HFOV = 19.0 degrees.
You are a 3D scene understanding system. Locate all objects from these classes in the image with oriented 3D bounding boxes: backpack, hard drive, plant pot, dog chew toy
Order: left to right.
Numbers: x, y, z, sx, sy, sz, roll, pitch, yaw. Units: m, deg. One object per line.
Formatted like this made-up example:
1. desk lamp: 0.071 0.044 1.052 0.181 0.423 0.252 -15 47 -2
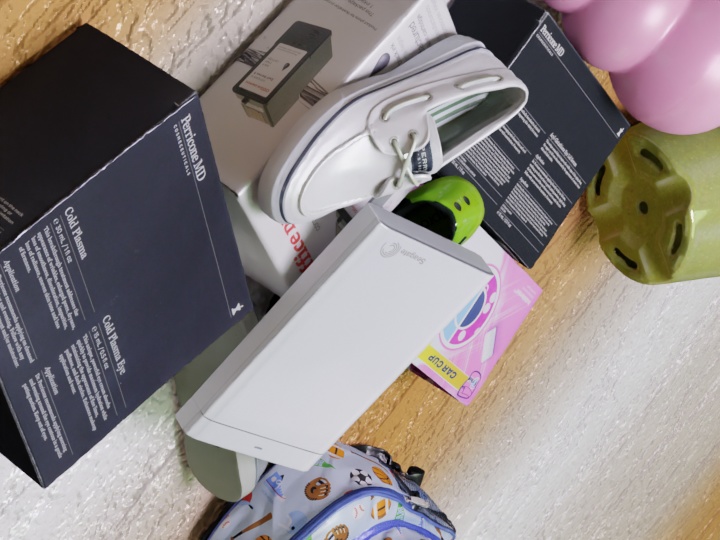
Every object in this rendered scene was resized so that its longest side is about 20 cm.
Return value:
1. backpack: -0.027 0.227 1.665 0.200 0.154 0.190 -53 138 -1
2. hard drive: -0.016 0.050 1.455 0.200 0.027 0.132 -48 141 16
3. dog chew toy: 0.208 -0.192 1.600 0.200 0.124 0.125 38 85 -16
4. plant pot: 0.300 -0.071 1.828 0.184 0.200 0.201 -15 130 -32

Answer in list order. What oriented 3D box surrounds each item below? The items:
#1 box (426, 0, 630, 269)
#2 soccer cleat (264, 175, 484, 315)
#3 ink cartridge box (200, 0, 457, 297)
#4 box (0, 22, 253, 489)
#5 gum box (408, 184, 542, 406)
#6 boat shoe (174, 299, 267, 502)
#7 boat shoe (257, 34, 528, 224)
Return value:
1. box: 0.108 -0.109 1.612 0.141 0.079 0.200 -53 148 -3
2. soccer cleat: 0.000 0.000 1.512 0.200 0.068 0.081 -37 178 22
3. ink cartridge box: -0.023 -0.096 1.435 0.200 0.084 0.146 -48 146 -14
4. box: -0.176 -0.008 1.285 0.182 0.104 0.200 -40 145 -24
5. gum box: 0.054 0.015 1.655 0.114 0.066 0.200 -56 148 -4
6. boat shoe: -0.087 0.076 1.527 0.072 0.070 0.201 -46 152 -38
7. boat shoe: 0.025 -0.087 1.365 0.200 0.067 0.074 -38 142 -26
